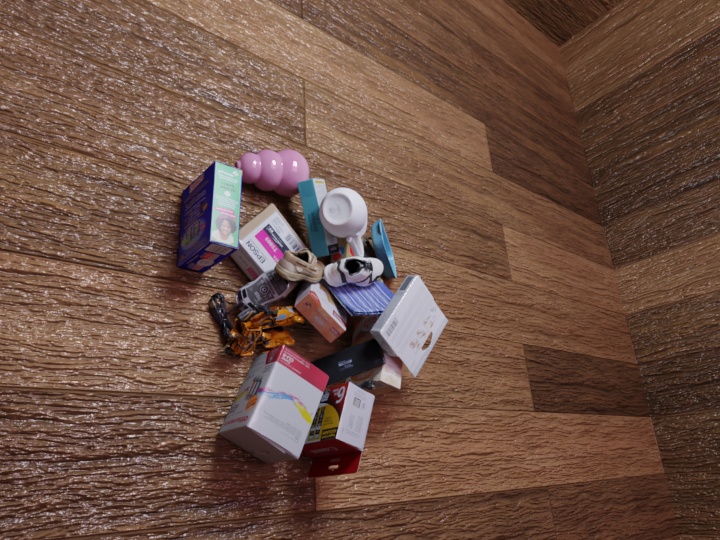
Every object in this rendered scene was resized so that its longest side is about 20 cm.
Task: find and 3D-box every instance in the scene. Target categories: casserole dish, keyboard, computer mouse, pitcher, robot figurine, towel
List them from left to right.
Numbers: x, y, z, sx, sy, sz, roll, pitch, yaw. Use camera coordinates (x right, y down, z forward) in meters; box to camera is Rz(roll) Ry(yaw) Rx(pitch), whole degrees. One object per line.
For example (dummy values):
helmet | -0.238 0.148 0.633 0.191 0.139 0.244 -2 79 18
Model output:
computer mouse | -0.255 0.068 1.249 0.198 0.044 0.111 -30 86 -12
robot figurine | -0.224 0.142 1.229 0.058 0.147 0.199 37 24 28
keyboard | -0.030 0.257 1.319 0.021 0.197 0.129 64 7 -56
pitcher | -0.031 -0.120 1.371 0.200 0.119 0.175 17 58 -78
towel | 0.019 0.068 1.381 0.198 0.024 0.145 2 31 -41
casserole dish | 0.068 -0.060 1.589 0.201 0.038 0.122 66 15 -45

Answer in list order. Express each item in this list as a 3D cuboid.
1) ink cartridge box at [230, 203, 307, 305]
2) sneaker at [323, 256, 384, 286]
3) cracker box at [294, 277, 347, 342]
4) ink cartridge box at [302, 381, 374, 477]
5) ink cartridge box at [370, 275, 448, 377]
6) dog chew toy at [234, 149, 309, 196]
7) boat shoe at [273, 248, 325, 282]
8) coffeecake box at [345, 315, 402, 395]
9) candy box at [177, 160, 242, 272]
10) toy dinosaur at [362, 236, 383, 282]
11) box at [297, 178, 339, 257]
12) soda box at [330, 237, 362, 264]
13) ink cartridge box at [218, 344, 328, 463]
ink cartridge box | -0.228 -0.043 1.348 0.201 0.075 0.165 52 45 -13
sneaker | 0.000 0.000 1.366 0.198 0.080 0.075 -10 78 -47
cracker box | -0.095 0.078 1.362 0.134 0.057 0.201 47 17 -17
ink cartridge box | -0.074 0.371 1.214 0.083 0.199 0.178 33 51 -25
ink cartridge box | 0.132 0.143 1.368 0.174 0.043 0.201 53 57 -27
dog chew toy | -0.239 -0.267 1.411 0.197 0.124 0.127 1 71 -33
boat shoe | -0.132 -0.015 1.280 0.071 0.065 0.200 35 13 16
coffeecake box | 0.042 0.224 1.417 0.072 0.153 0.203 29 54 -29
candy box | -0.346 -0.120 1.208 0.076 0.168 0.203 15 62 -40
toy dinosaur | 0.022 -0.052 1.585 0.088 0.047 0.203 69 7 -73
box | -0.111 -0.139 1.403 0.082 0.048 0.204 -21 100 -70
soda box | -0.039 -0.054 1.491 0.064 0.067 0.202 38 36 -32
ink cartridge box | -0.191 0.302 1.178 0.144 0.145 0.202 39 50 -22
